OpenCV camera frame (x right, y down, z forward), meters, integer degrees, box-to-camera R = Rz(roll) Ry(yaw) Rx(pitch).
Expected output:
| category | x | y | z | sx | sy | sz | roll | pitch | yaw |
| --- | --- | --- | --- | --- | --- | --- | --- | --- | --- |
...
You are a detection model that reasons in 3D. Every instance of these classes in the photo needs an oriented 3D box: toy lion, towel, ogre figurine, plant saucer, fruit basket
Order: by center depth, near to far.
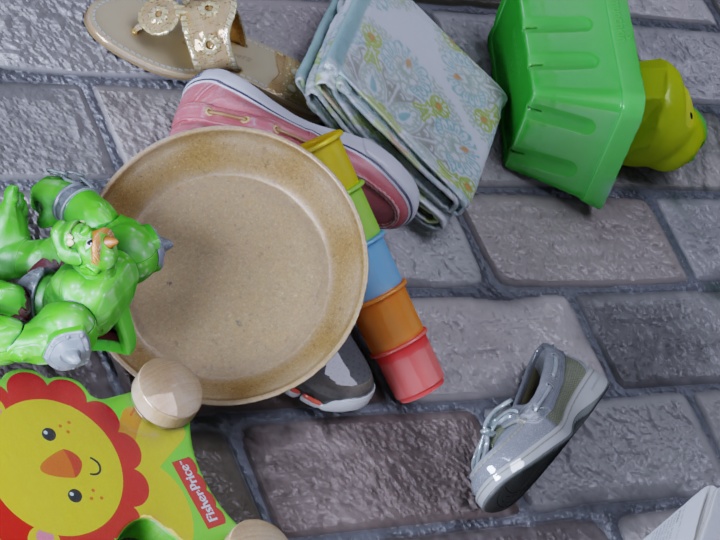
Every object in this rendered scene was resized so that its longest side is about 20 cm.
| category | x | y | z | sx | sy | sz | roll | pitch | yaw |
| --- | --- | --- | --- | --- | --- | --- | --- | --- | --- |
| toy lion | -0.166 | 0.148 | 1.514 | 0.191 | 0.069 | 0.201 | -16 | 66 | -39 |
| ogre figurine | -0.203 | 0.006 | 1.570 | 0.119 | 0.099 | 0.200 | 12 | 19 | 18 |
| plant saucer | -0.094 | 0.000 | 1.660 | 0.199 | 0.035 | 0.202 | 0 | 72 | -1 |
| towel | 0.034 | -0.142 | 1.930 | 0.171 | 0.048 | 0.200 | 45 | 34 | -16 |
| fruit basket | 0.218 | -0.156 | 2.051 | 0.214 | 0.156 | 0.217 | 9 | 48 | -10 |

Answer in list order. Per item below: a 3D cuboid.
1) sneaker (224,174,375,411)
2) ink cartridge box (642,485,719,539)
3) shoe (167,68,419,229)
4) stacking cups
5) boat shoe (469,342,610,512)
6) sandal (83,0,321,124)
| category | x | y | z | sx | sy | sz | roll | pitch | yaw |
| --- | --- | --- | --- | --- | --- | --- | --- | --- | --- |
| sneaker | -0.054 | 0.011 | 1.708 | 0.200 | 0.082 | 0.077 | 49 | 40 | 9 |
| ink cartridge box | 0.225 | 0.257 | 1.618 | 0.145 | 0.200 | 0.084 | 35 | 39 | -7 |
| shoe | -0.054 | -0.068 | 1.796 | 0.199 | 0.072 | 0.091 | 29 | 42 | -8 |
| stacking cups | 0.000 | 0.000 | 1.746 | 0.060 | 0.060 | 0.201 | -37 | 106 | -51 |
| boat shoe | 0.122 | 0.113 | 1.772 | 0.065 | 0.075 | 0.202 | 39 | 35 | 7 |
| sandal | -0.103 | -0.183 | 1.855 | 0.211 | 0.070 | 0.078 | 22 | 43 | -23 |
